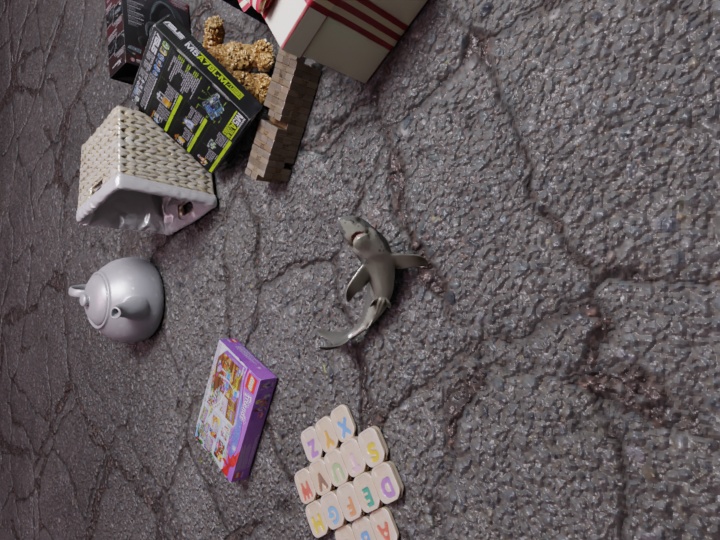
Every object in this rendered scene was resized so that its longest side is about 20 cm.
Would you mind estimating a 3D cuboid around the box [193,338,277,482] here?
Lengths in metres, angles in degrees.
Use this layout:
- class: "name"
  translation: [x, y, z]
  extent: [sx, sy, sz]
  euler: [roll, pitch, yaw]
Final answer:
- class: "box"
  translation: [-0.222, 0.241, 0.941]
  extent: [0.136, 0.039, 0.203]
  euler: [31, 109, 40]

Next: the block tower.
- class: "block tower"
  translation: [-0.123, -0.240, 0.857]
  extent: [0.054, 0.057, 0.203]
  euler: [33, 112, 38]

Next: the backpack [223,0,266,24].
- class: "backpack"
  translation: [-0.151, -0.523, 0.821]
  extent: [0.199, 0.161, 0.170]
  euler: [-32, 65, 38]

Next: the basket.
- class: "basket"
  translation: [-0.411, -0.179, 1.024]
  extent: [0.196, 0.198, 0.164]
  euler: [-20, 74, 41]

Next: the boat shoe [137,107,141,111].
- class: "boat shoe"
  translation: [-0.456, -0.310, 1.162]
  extent: [0.071, 0.059, 0.204]
  euler: [8, 94, 42]

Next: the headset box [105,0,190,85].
- class: "headset box"
  translation: [-0.421, -0.471, 1.077]
  extent: [0.076, 0.148, 0.204]
  euler: [-13, 79, 40]

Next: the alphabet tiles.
- class: "alphabet tiles"
  translation: [-0.023, 0.306, 0.772]
  extent: [0.200, 0.014, 0.198]
  euler: [-41, 63, 34]

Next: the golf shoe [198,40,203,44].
- class: "golf shoe"
  translation: [-0.297, -0.351, 1.000]
  extent: [0.077, 0.087, 0.202]
  euler: [-43, 63, 31]

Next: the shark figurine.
- class: "shark figurine"
  translation: [0.009, 0.016, 0.729]
  extent: [0.090, 0.126, 0.217]
  euler: [-112, 29, -52]

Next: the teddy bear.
- class: "teddy bear"
  translation: [-0.234, -0.341, 0.904]
  extent: [0.198, 0.067, 0.147]
  euler: [26, 121, 4]

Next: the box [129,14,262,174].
- class: "box"
  translation: [-0.280, -0.281, 0.898]
  extent: [0.199, 0.193, 0.048]
  euler: [-30, 24, 53]

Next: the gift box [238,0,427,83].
- class: "gift box"
  translation: [-0.050, -0.386, 0.706]
  extent: [0.185, 0.185, 0.201]
  euler: [-50, 59, 29]

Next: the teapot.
- class: "teapot"
  translation: [-0.530, 0.062, 1.160]
  extent: [0.200, 0.145, 0.199]
  euler: [-44, 61, 33]
